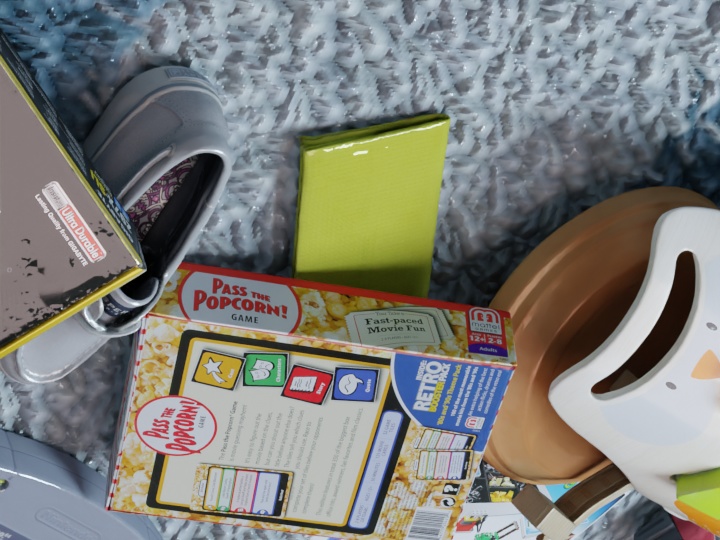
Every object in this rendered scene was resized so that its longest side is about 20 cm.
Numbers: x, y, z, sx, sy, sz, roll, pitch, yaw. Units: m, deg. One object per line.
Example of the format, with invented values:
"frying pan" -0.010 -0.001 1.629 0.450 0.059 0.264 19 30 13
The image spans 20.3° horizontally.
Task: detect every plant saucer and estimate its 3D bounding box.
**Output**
"plant saucer" 0.149 0.047 1.163 0.199 0.037 0.202 -20 132 -23

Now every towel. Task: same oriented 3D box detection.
"towel" 0.000 0.000 1.097 0.085 0.018 0.201 -14 136 -20

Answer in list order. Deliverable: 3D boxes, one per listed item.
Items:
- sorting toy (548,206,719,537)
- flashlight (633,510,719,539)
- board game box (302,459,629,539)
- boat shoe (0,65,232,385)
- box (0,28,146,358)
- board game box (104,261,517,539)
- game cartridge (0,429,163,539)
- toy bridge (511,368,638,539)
"sorting toy" 0.197 0.053 1.086 0.179 0.107 0.201 26 104 -26
"flashlight" 0.280 0.150 1.339 0.199 0.068 0.068 -32 136 9
"board game box" 0.065 0.139 1.242 0.126 0.035 0.199 -43 139 18
"boat shoe" -0.122 -0.006 0.992 0.072 0.069 0.200 20 121 -38
"box" -0.213 -0.043 0.883 0.159 0.049 0.201 -29 120 4
"board game box" -0.030 0.077 1.092 0.198 0.047 0.152 9 130 -10
"game cartridge" -0.202 0.159 1.145 0.133 0.041 0.200 -35 137 16
"toy bridge" 0.169 0.083 1.158 0.200 0.027 0.067 -49 138 3
